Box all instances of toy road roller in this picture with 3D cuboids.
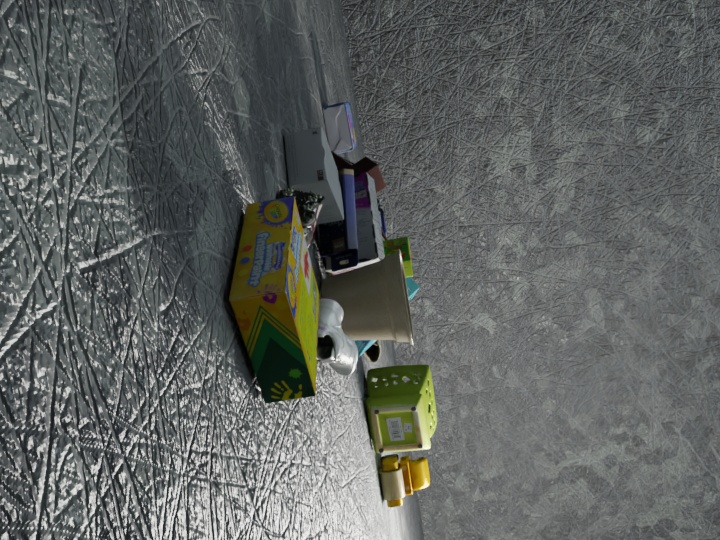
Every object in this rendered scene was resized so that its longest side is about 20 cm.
[{"bbox_3d":[0.136,0.623,2.165,0.200,0.142,0.127,27,54,-83],"label":"toy road roller"}]

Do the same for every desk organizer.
[{"bbox_3d":[-0.020,-0.245,1.779,0.200,0.076,0.073,44,-17,53],"label":"desk organizer"}]

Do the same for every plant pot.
[{"bbox_3d":[0.113,0.408,2.063,0.182,0.193,0.206,-67,149,-67],"label":"plant pot"},{"bbox_3d":[0.013,0.070,1.532,0.200,0.178,0.207,-9,90,-85],"label":"plant pot"}]

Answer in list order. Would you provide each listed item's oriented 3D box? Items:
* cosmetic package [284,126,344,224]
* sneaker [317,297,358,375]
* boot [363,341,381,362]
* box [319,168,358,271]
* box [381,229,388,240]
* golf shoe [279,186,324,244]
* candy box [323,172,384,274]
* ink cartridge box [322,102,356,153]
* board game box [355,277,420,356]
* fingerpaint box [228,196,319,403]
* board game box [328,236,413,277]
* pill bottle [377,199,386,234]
[{"bbox_3d":[-0.088,-0.180,1.408,0.201,0.079,0.116,65,17,-68],"label":"cosmetic package"},{"bbox_3d":[-0.058,0.146,1.342,0.203,0.073,0.101,70,25,-44],"label":"sneaker"},{"bbox_3d":[0.025,0.157,2.144,0.157,0.070,0.204,-89,169,-50],"label":"boot"},{"bbox_3d":[-0.050,-0.105,1.545,0.120,0.032,0.207,-13,-100,57],"label":"box"},{"bbox_3d":[0.020,-0.061,1.983,0.101,0.074,0.200,57,-17,5],"label":"box"},{"bbox_3d":[-0.107,-0.082,1.190,0.201,0.075,0.091,-78,178,-70],"label":"golf shoe"},{"bbox_3d":[-0.024,-0.106,1.635,0.061,0.133,0.206,25,56,-66],"label":"candy box"},{"bbox_3d":[-0.060,-0.432,2.154,0.200,0.074,0.140,-83,164,-76],"label":"ink cartridge box"},{"bbox_3d":[0.058,0.115,1.818,0.199,0.047,0.152,-36,162,-54],"label":"board game box"},{"bbox_3d":[-0.104,0.034,0.915,0.202,0.071,0.170,-92,173,-53],"label":"fingerpaint box"},{"bbox_3d":[0.024,-0.019,1.708,0.103,0.194,0.049,-92,170,-54],"label":"board game box"},{"bbox_3d":[0.036,-0.158,2.529,0.113,0.108,0.204,73,10,-55],"label":"pill bottle"}]
